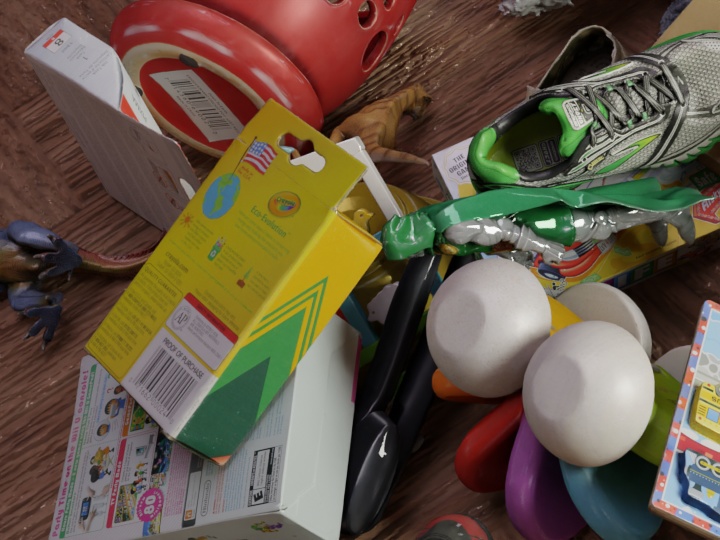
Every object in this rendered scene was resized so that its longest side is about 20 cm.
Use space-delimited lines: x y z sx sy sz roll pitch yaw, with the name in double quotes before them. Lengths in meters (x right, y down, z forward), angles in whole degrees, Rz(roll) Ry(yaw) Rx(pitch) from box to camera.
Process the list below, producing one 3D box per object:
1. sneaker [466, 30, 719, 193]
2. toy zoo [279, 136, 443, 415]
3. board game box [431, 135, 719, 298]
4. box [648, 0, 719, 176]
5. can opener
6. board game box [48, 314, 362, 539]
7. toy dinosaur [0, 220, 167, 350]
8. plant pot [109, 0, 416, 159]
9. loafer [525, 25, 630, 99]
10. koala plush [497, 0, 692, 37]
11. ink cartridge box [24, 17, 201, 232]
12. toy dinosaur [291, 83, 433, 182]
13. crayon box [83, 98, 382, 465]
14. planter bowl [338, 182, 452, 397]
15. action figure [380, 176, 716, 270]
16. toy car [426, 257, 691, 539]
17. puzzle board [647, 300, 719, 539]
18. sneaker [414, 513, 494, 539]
"sneaker" 0.161 -0.094 1.362 0.199 0.085 0.078 -27 80 9
"toy zoo" -0.022 0.004 1.395 0.131 0.201 0.020 -31 1 11
"board game box" 0.165 -0.056 1.433 0.199 0.034 0.135 -24 66 -5
"box" 0.294 -0.115 1.423 0.200 0.021 0.164 36 66 14
"can opener" 0.026 0.075 1.350 0.078 0.063 0.201 13 77 53
"board game box" -0.100 0.112 1.353 0.199 0.064 0.148 -15 55 35
"toy dinosaur" -0.276 0.001 1.627 0.199 0.106 0.181 -3 16 -33
"plant pot" -0.076 -0.192 1.611 0.200 0.201 0.183 9 58 31
"loafer" 0.140 -0.097 1.508 0.075 0.068 0.200 4 49 28
"koala plush" 0.186 -0.260 1.589 0.199 0.178 0.184 -8 33 18
"ink cartridge box" -0.149 -0.088 1.563 0.050 0.162 0.200 -45 46 -18
"toy dinosaur" 0.005 -0.095 1.532 0.106 0.060 0.200 -41 11 21
"crayon box" -0.071 0.005 1.311 0.200 0.051 0.127 -54 41 2
"planter bowl" 0.000 0.000 1.466 0.199 0.084 0.201 -13 44 13
"action figure" 0.107 -0.028 1.325 0.199 0.055 0.118 -4 -1 -16
"toy car" 0.125 0.090 1.283 0.200 0.175 0.150 34 103 39
"puzzle board" 0.268 0.112 1.194 0.199 0.017 0.151 25 53 -4
"sneaker" 0.021 0.215 1.200 0.071 0.098 0.201 11 59 31
